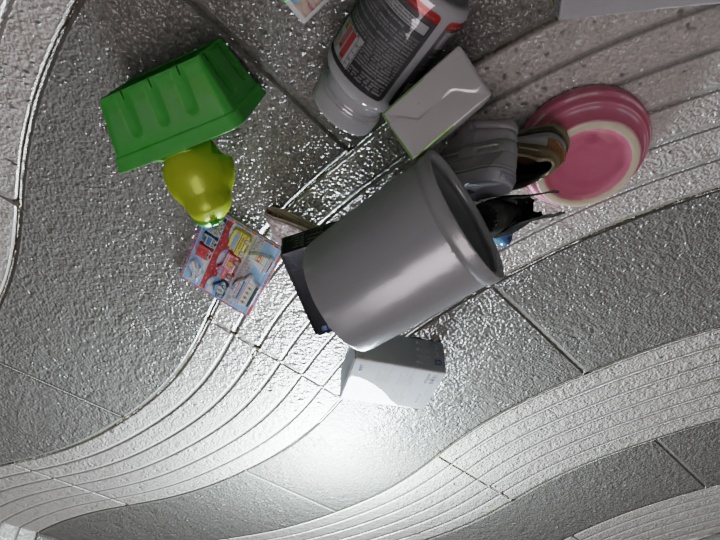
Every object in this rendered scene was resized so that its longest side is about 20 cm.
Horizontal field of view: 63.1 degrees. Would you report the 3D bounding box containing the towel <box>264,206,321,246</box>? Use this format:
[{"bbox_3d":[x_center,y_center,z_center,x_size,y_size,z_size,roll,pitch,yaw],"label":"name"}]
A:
[{"bbox_3d":[-0.066,-0.003,0.986,0.188,0.032,0.203,25,148,35],"label":"towel"}]

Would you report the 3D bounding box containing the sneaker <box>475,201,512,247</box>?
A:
[{"bbox_3d":[0.145,-0.067,0.927,0.194,0.093,0.078,16,171,-7],"label":"sneaker"}]

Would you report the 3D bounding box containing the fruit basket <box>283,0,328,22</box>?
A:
[{"bbox_3d":[-0.044,-0.390,0.603,0.197,0.095,0.185,-28,130,23],"label":"fruit basket"}]

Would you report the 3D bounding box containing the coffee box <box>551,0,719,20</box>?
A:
[{"bbox_3d":[0.267,-0.379,0.527,0.194,0.202,0.202,-4,139,8],"label":"coffee box"}]

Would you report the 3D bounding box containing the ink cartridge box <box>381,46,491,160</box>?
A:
[{"bbox_3d":[0.099,-0.206,0.747,0.116,0.200,0.068,-38,94,15],"label":"ink cartridge box"}]

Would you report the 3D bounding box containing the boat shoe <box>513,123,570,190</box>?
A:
[{"bbox_3d":[0.194,-0.149,0.834,0.197,0.069,0.075,-15,121,43],"label":"boat shoe"}]

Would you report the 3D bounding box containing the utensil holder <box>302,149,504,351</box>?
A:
[{"bbox_3d":[0.049,-0.017,0.721,0.197,0.173,0.170,-32,129,21],"label":"utensil holder"}]

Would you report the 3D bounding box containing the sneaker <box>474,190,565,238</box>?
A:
[{"bbox_3d":[0.177,-0.067,0.827,0.102,0.062,0.198,-14,177,-35],"label":"sneaker"}]

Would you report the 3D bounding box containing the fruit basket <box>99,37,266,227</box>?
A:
[{"bbox_3d":[-0.221,-0.172,0.788,0.209,0.157,0.221,4,124,6],"label":"fruit basket"}]

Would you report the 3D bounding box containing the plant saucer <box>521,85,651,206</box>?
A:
[{"bbox_3d":[0.327,-0.167,0.860,0.194,0.052,0.204,1,137,1],"label":"plant saucer"}]

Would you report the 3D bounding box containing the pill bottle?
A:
[{"bbox_3d":[0.029,-0.269,0.710,0.114,0.118,0.200,24,132,-23],"label":"pill bottle"}]

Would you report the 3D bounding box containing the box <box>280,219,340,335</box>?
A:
[{"bbox_3d":[0.000,0.000,0.862,0.194,0.044,0.163,-15,126,6],"label":"box"}]

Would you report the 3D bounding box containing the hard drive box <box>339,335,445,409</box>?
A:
[{"bbox_3d":[0.065,0.214,1.252,0.194,0.078,0.158,10,136,-10],"label":"hard drive box"}]

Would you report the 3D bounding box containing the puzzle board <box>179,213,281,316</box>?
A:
[{"bbox_3d":[-0.232,-0.010,1.037,0.148,0.018,0.201,31,132,-7],"label":"puzzle board"}]

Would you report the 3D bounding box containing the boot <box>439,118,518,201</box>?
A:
[{"bbox_3d":[0.134,-0.148,0.815,0.073,0.098,0.197,23,163,-41],"label":"boot"}]
